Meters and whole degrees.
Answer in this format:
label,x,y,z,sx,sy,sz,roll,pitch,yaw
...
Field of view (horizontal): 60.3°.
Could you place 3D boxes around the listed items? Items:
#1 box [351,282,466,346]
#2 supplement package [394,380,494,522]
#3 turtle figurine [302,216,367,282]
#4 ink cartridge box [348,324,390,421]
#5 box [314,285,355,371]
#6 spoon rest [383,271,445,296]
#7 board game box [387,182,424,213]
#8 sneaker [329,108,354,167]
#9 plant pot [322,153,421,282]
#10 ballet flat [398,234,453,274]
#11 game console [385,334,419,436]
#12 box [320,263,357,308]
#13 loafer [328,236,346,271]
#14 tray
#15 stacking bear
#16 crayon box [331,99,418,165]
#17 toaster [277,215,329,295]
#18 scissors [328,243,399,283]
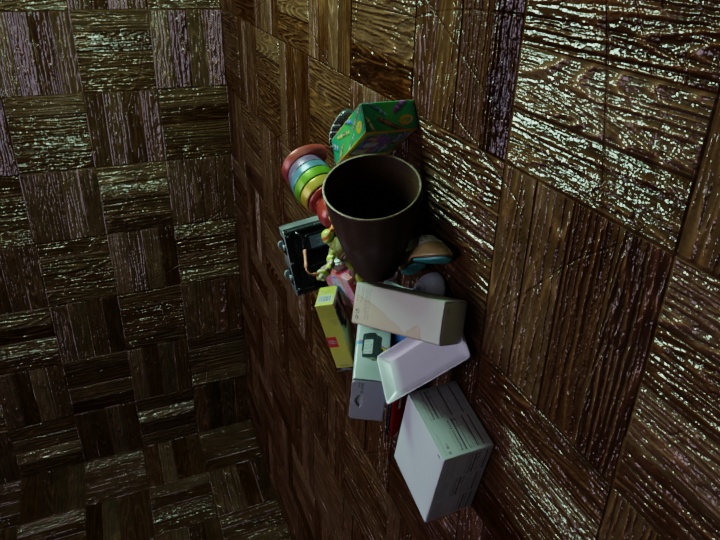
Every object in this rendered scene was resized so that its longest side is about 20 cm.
label,x,y,z,sx,sy,sz,roll,pitch,yaw
box,0.089,0.077,1.149,0.196,0.094,0.081,12,94,37
supplement package,0.154,0.349,1.203,0.157,0.108,0.204,-121,30,-44
turtle figurine,-0.025,-0.046,1.306,0.064,0.160,0.204,-23,36,49
ink cartridge box,0.024,0.217,1.422,0.204,0.080,0.149,-84,0,-46
box,-0.055,0.142,1.491,0.076,0.048,0.204,-78,-23,-54
spoon rest,0.114,0.049,1.260,0.198,0.059,0.103,9,84,62
board game box,0.047,-0.117,1.311,0.152,0.040,0.203,40,141,25
sneaker,-0.036,-0.297,1.483,0.081,0.071,0.204,-79,-4,-49
plant pot,0.027,-0.083,1.192,0.204,0.182,0.189,84,163,-46
ballet flat,0.119,-0.038,1.202,0.199,0.066,0.065,157,117,-68
game console,0.071,0.223,1.366,0.116,0.171,0.205,22,126,28
box,-0.009,0.021,1.481,0.096,0.101,0.199,61,166,-18
loafer,-0.025,-0.069,1.492,0.064,0.070,0.204,75,-155,-46
tray,0.120,0.168,1.185,0.198,0.022,0.110,-35,49,24
stacking bear,-0.091,-0.180,1.419,0.123,0.112,0.202,-54,55,30
crayon box,0.025,-0.280,1.275,0.199,0.115,0.060,154,105,-68
toaster,-0.119,-0.053,1.687,0.118,0.194,0.187,-153,48,-68
scissors,0.000,0.000,1.366,0.075,0.195,0.014,-69,20,3
